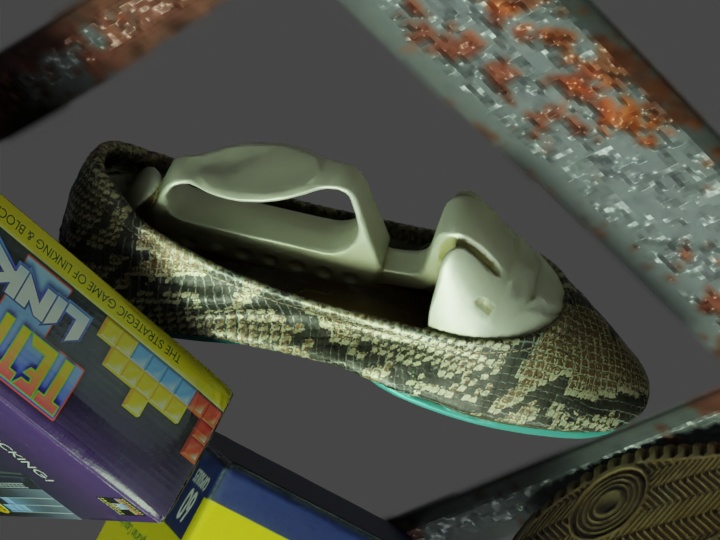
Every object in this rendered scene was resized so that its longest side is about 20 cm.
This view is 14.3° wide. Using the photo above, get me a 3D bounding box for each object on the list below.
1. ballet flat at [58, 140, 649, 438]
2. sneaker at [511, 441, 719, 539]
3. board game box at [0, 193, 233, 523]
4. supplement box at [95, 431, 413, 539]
[{"bbox_3d":[0.000,0.000,0.922,0.200,0.068,0.075,14,129,4],"label":"ballet flat"},{"bbox_3d":[0.152,0.106,0.989,0.200,0.070,0.109,-23,125,29],"label":"sneaker"},{"bbox_3d":[-0.164,0.006,0.929,0.200,0.057,0.165,41,156,-27],"label":"board game box"},{"bbox_3d":[-0.059,0.167,0.997,0.109,0.200,0.109,28,178,-17],"label":"supplement box"}]
